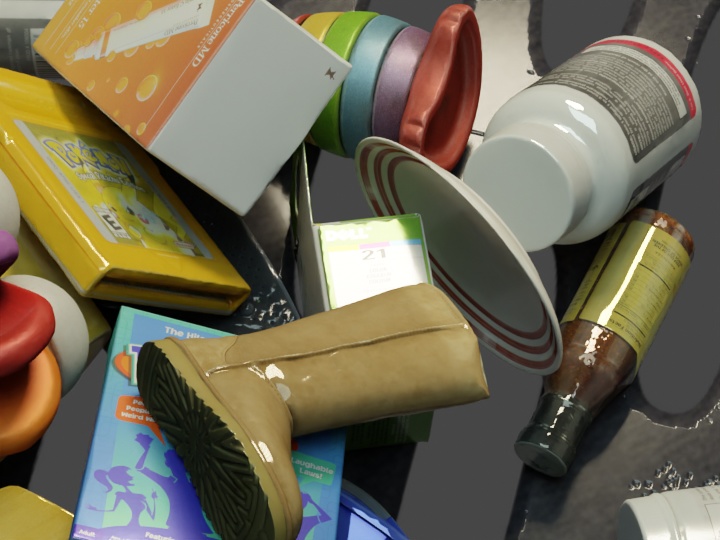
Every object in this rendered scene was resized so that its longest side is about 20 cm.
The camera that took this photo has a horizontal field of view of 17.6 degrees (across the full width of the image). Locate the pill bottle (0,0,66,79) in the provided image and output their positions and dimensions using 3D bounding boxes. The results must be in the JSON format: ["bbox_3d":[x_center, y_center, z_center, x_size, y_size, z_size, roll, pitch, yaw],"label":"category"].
[{"bbox_3d":[-0.286,-0.197,1.692,0.199,0.114,0.114,2,62,-1],"label":"pill bottle"}]

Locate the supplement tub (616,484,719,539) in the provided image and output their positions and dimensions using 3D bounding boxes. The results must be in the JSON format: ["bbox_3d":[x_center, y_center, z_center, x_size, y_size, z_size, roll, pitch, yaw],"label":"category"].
[{"bbox_3d":[0.273,0.197,1.484,0.199,0.132,0.132,-7,62,-4],"label":"supplement tub"}]

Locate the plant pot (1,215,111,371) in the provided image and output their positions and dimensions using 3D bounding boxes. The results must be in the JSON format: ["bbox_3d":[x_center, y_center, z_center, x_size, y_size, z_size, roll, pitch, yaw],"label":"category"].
[{"bbox_3d":[-0.275,0.020,1.543,0.189,0.201,0.201,43,68,2],"label":"plant pot"}]

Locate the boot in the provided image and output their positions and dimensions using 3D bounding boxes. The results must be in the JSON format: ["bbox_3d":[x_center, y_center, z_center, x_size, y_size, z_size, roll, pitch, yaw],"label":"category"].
[{"bbox_3d":[-0.009,0.080,1.361,0.199,0.066,0.175,-9,47,-30],"label":"boot"}]

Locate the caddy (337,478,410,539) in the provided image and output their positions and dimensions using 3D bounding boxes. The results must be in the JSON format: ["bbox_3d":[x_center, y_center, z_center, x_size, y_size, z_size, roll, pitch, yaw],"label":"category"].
[{"bbox_3d":[-0.030,0.180,1.480,0.200,0.142,0.105,33,68,14],"label":"caddy"}]

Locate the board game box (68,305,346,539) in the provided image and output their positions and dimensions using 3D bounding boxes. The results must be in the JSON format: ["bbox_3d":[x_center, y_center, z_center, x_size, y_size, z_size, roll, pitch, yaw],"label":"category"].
[{"bbox_3d":[-0.087,0.117,1.376,0.151,0.045,0.200,14,39,-8],"label":"board game box"}]

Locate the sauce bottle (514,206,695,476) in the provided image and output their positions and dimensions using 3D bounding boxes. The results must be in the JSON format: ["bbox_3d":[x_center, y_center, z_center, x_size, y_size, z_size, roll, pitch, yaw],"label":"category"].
[{"bbox_3d":[0.164,0.049,1.600,0.066,0.066,0.200,26,66,12],"label":"sauce bottle"}]

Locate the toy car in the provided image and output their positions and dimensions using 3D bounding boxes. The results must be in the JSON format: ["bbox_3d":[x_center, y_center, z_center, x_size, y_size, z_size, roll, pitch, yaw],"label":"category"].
[{"bbox_3d":[-0.248,0.023,1.369,0.175,0.150,0.201,-32,97,-31],"label":"toy car"}]

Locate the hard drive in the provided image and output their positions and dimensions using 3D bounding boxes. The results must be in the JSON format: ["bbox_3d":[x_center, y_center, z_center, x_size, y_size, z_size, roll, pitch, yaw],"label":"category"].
[{"bbox_3d":[-0.145,-0.005,1.632,0.135,0.042,0.200,-29,66,-16],"label":"hard drive"}]

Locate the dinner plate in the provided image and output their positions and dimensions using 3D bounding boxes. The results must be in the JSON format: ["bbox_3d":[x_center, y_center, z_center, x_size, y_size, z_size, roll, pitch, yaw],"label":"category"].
[{"bbox_3d":[0.070,-0.014,1.552,0.024,0.200,0.200,-41,70,-16],"label":"dinner plate"}]

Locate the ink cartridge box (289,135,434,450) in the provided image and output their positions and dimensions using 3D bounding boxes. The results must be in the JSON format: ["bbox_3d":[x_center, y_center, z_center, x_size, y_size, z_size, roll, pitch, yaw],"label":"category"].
[{"bbox_3d":[0.000,0.000,1.572,0.075,0.148,0.201,-5,62,-6],"label":"ink cartridge box"}]

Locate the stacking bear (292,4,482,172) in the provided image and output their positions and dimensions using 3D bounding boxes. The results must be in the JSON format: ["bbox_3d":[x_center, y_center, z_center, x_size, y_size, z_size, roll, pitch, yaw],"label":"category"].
[{"bbox_3d":[-0.023,-0.139,1.672,0.199,0.114,0.122,14,76,18],"label":"stacking bear"}]

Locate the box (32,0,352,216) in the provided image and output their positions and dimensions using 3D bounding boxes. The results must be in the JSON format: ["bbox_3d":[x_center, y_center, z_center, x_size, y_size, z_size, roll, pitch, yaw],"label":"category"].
[{"bbox_3d":[-0.117,-0.144,1.574,0.125,0.097,0.200,-54,39,3],"label":"box"}]

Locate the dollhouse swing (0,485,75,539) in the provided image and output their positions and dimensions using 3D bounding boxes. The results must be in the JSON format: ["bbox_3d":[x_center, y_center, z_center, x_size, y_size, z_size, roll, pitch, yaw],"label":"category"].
[{"bbox_3d":[-0.263,0.185,1.438,0.181,0.200,0.176,-35,67,-18],"label":"dollhouse swing"}]

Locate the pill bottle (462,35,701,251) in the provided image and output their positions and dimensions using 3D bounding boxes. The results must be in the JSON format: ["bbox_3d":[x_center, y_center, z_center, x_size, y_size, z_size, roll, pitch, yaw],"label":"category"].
[{"bbox_3d":[0.150,-0.083,1.596,0.111,0.111,0.200,33,33,15],"label":"pill bottle"}]

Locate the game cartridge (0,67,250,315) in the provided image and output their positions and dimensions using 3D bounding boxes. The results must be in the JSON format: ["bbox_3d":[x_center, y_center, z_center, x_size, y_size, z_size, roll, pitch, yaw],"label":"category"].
[{"bbox_3d":[-0.178,-0.056,1.546,0.032,0.176,0.200,-45,66,18],"label":"game cartridge"}]
